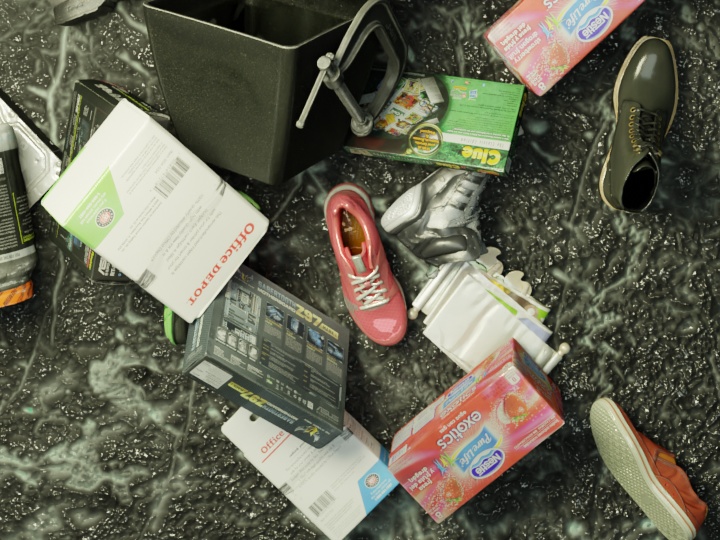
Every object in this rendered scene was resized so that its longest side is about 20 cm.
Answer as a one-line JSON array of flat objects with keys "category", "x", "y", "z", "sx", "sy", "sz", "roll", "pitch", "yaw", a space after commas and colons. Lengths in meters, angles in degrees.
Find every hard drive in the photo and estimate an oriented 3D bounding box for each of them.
[{"category": "hard drive", "x": -0.459, "y": -0.147, "z": 1.683, "sx": 0.140, "sy": 0.038, "sz": 0.200, "roll": -42, "pitch": 96, "yaw": 9}]

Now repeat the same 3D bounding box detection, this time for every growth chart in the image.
[{"category": "growth chart", "x": 0.157, "y": 0.067, "z": 1.699, "sx": 0.145, "sy": 0.018, "sz": 0.200, "roll": -43, "pitch": 95, "yaw": 8}]

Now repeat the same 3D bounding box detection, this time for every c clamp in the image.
[{"category": "c clamp", "x": -0.005, "y": -0.206, "z": 1.531, "sx": 0.027, "sy": 0.200, "sz": 0.172, "roll": 23, "pitch": 86, "yaw": 21}]

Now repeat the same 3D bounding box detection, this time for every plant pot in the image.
[{"category": "plant pot", "x": -0.105, "y": -0.213, "z": 1.562, "sx": 0.198, "sy": 0.200, "sz": 0.179, "roll": 20, "pitch": 123, "yaw": 25}]

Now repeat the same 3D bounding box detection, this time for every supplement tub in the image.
[{"category": "supplement tub", "x": -0.439, "y": -0.061, "z": 1.616, "sx": 0.121, "sy": 0.123, "sz": 0.203, "roll": -8, "pitch": 99, "yaw": 4}]

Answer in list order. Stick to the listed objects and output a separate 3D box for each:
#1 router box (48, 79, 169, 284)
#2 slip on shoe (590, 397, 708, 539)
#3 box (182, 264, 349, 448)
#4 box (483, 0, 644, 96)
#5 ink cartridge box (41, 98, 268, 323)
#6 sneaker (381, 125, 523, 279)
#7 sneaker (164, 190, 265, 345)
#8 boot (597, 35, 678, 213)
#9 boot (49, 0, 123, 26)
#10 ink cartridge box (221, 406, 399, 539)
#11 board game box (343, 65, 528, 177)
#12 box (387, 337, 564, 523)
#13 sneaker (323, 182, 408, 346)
[{"category": "router box", "x": -0.290, "y": -0.104, "z": 1.616, "sx": 0.061, "sy": 0.150, "sz": 0.202, "roll": 3, "pitch": 108, "yaw": -33}, {"category": "slip on shoe", "x": 0.346, "y": 0.234, "z": 1.701, "sx": 0.061, "sy": 0.074, "sz": 0.201, "roll": -37, "pitch": 90, "yaw": -27}, {"category": "box", "x": -0.103, "y": 0.091, "z": 1.614, "sx": 0.199, "sy": 0.159, "sz": 0.051, "roll": 33, "pitch": 130, "yaw": -27}, {"category": "box", "x": 0.241, "y": -0.298, "z": 1.593, "sx": 0.200, "sy": 0.100, "sz": 0.096, "roll": -43, "pitch": 95, "yaw": 8}, {"category": "ink cartridge box", "x": -0.219, "y": -0.062, "z": 1.531, "sx": 0.146, "sy": 0.084, "sz": 0.200, "roll": -51, "pitch": 127, "yaw": -4}, {"category": "sneaker", "x": 0.129, "y": -0.078, "z": 1.643, "sx": 0.199, "sy": 0.075, "sz": 0.114, "roll": -38, "pitch": 88, "yaw": 12}, {"category": "sneaker", "x": -0.172, "y": 0.005, "z": 1.675, "sx": 0.083, "sy": 0.077, "sz": 0.202, "roll": 28, "pitch": 101, "yaw": 2}, {"category": "boot", "x": 0.325, "y": -0.161, "z": 1.592, "sx": 0.076, "sy": 0.138, "sz": 0.203, "roll": 8, "pitch": 99, "yaw": 1}, {"category": "boot", "x": -0.283, "y": -0.373, "z": 1.624, "sx": 0.198, "sy": 0.070, "sz": 0.133, "roll": -18, "pitch": 93, "yaw": 1}, {"category": "ink cartridge box", "x": -0.059, "y": 0.214, "z": 1.708, "sx": 0.200, "sy": 0.068, "sz": 0.116, "roll": 45, "pitch": 99, "yaw": -5}, {"category": "board game box", "x": 0.085, "y": -0.172, "z": 1.609, "sx": 0.198, "sy": 0.023, "sz": 0.106, "roll": 11, "pitch": 76, "yaw": 22}, {"category": "box", "x": 0.136, "y": 0.187, "z": 1.667, "sx": 0.200, "sy": 0.103, "sz": 0.095, "roll": -41, "pitch": 100, "yaw": 15}, {"category": "sneaker", "x": 0.000, "y": 0.000, "z": 1.659, "sx": 0.073, "sy": 0.087, "sz": 0.202, "roll": -19, "pitch": 97, "yaw": 7}]
